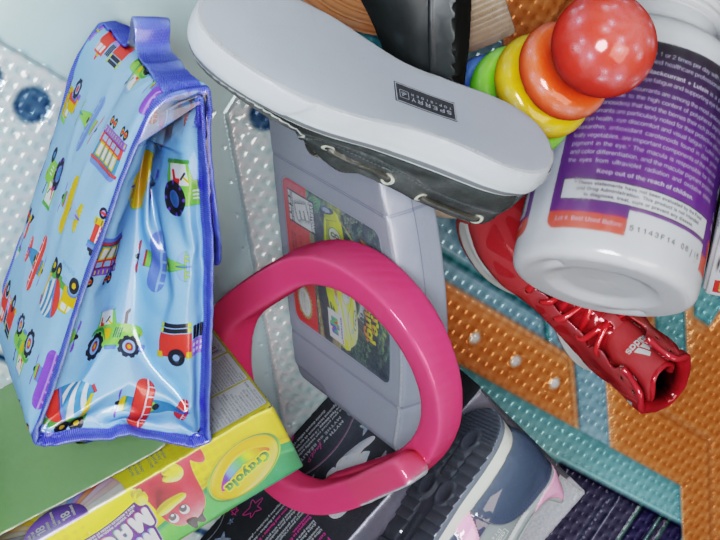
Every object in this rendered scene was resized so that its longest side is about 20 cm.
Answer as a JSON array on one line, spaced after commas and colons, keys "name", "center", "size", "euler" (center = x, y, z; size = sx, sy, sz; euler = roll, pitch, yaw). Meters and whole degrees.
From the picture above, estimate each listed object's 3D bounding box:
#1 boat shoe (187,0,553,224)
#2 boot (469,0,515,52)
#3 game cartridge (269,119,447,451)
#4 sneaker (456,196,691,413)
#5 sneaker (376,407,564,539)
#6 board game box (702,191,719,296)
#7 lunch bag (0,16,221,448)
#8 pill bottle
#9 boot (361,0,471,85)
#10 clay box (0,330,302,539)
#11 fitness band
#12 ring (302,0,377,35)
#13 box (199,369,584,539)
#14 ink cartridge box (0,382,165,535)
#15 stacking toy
[{"name": "boat shoe", "center": [0.001, -0.074, 0.756], "size": [0.199, 0.069, 0.057], "euler": [22, 135, -19]}, {"name": "boot", "center": [0.096, -0.228, 0.852], "size": [0.199, 0.077, 0.156], "euler": [-25, 118, -8]}, {"name": "game cartridge", "center": [0.000, 0.000, 0.877], "size": [0.041, 0.133, 0.201], "euler": [-21, 120, -30]}, {"name": "sneaker", "center": [0.150, 0.017, 0.976], "size": [0.078, 0.115, 0.200], "euler": [-50, 125, 0]}, {"name": "sneaker", "center": [0.044, 0.181, 0.878], "size": [0.082, 0.070, 0.200], "euler": [37, 90, -27]}, {"name": "board game box", "center": [0.246, -0.098, 0.927], "size": [0.034, 0.201, 0.127], "euler": [11, 142, 10]}, {"name": "lunch bag", "center": [-0.125, -0.032, 0.782], "size": [0.094, 0.151, 0.201], "euler": [3, 109, -22]}, {"name": "pill bottle", "center": [0.164, -0.083, 0.912], "size": [0.111, 0.111, 0.201], "euler": [25, 72, -34]}, {"name": "boot", "center": [-0.026, -0.171, 0.785], "size": [0.161, 0.073, 0.199], "euler": [0, 121, 10]}, {"name": "clay box", "center": [-0.141, 0.116, 0.817], "size": [0.199, 0.115, 0.048], "euler": [-30, 116, -9]}, {"name": "fitness band", "center": [-0.020, 0.061, 0.860], "size": [0.037, 0.200, 0.144], "euler": [-24, 86, -39]}, {"name": "ring", "center": [0.026, -0.232, 0.859], "size": [0.199, 0.019, 0.202], "euler": [-12, 117, -23]}, {"name": "box", "center": [0.020, 0.160, 0.970], "size": [0.200, 0.115, 0.132], "euler": [-48, 124, -2]}, {"name": "ink cartridge box", "center": [-0.218, 0.096, 0.794], "size": [0.199, 0.145, 0.048], "euler": [-31, 121, -13]}, {"name": "stacking toy", "center": [0.091, -0.098, 0.841], "size": [0.085, 0.200, 0.086], "euler": [9, 69, -25]}]
